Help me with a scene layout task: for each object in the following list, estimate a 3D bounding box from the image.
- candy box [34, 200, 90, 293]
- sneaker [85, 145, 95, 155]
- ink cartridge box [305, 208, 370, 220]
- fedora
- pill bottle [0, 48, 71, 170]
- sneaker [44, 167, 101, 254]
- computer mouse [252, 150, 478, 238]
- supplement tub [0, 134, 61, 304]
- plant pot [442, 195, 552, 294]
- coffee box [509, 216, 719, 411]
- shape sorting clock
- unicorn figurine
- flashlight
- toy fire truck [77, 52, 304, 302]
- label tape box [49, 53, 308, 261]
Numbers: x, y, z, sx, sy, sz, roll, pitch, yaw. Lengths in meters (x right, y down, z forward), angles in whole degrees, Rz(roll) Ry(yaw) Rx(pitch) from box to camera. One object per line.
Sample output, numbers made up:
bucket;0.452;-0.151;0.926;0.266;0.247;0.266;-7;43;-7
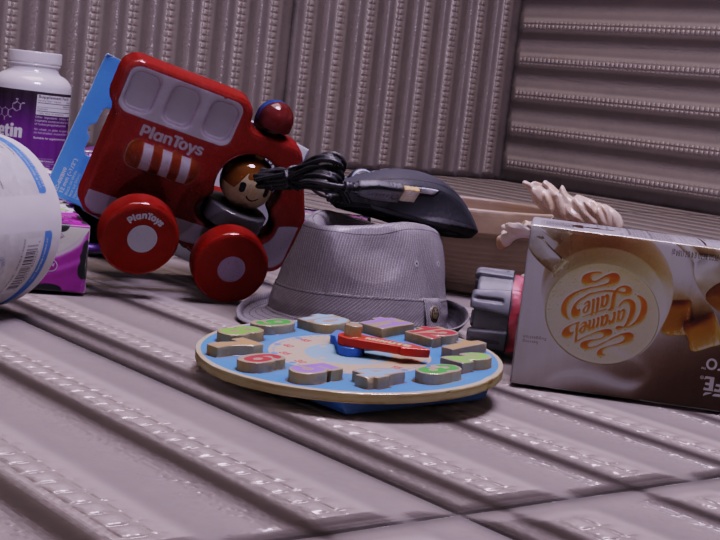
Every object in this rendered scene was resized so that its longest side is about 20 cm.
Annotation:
candy box;-0.315;-0.029;1.186;0.136;0.061;0.200;5;7;-19
sneaker;-0.415;-0.183;2.336;0.200;0.073;0.114;-1;6;30
ink cartridge box;-0.089;-0.065;1.799;0.200;0.037;0.095;5;7;4
fedora;0.000;0.000;1.112;0.177;0.090;0.200;12;9;42
pill bottle;-0.481;-0.217;1.981;0.112;0.200;0.112;6;7;-1
sneaker;-0.311;-0.056;1.372;0.200;0.081;0.088;7;15;1
computer mouse;0.026;-0.067;1.100;0.200;0.046;0.140;13;-5;-25
supplement tub;-0.306;-0.031;0.925;0.132;0.132;0.200;9;7;19
plant pot;0.116;-0.027;1.431;0.201;0.093;0.201;7;7;-1
coffee box;0.212;0.032;0.961;0.200;0.115;0.080;8;7;7
shape sorting clock;-0.007;0.054;0.887;0.200;0.039;0.200;6;7;-1
unicorn figurine;0.188;0.016;1.100;0.137;0.074;0.200;9;-31;26
flashlight;0.183;0.042;1.041;0.200;0.068;0.068;7;11;8
toy fire truck;-0.135;-0.080;1.162;0.200;0.168;0.112;18;20;-23
label tape box;-0.169;-0.092;1.260;0.200;0.143;0.066;25;3;-25
